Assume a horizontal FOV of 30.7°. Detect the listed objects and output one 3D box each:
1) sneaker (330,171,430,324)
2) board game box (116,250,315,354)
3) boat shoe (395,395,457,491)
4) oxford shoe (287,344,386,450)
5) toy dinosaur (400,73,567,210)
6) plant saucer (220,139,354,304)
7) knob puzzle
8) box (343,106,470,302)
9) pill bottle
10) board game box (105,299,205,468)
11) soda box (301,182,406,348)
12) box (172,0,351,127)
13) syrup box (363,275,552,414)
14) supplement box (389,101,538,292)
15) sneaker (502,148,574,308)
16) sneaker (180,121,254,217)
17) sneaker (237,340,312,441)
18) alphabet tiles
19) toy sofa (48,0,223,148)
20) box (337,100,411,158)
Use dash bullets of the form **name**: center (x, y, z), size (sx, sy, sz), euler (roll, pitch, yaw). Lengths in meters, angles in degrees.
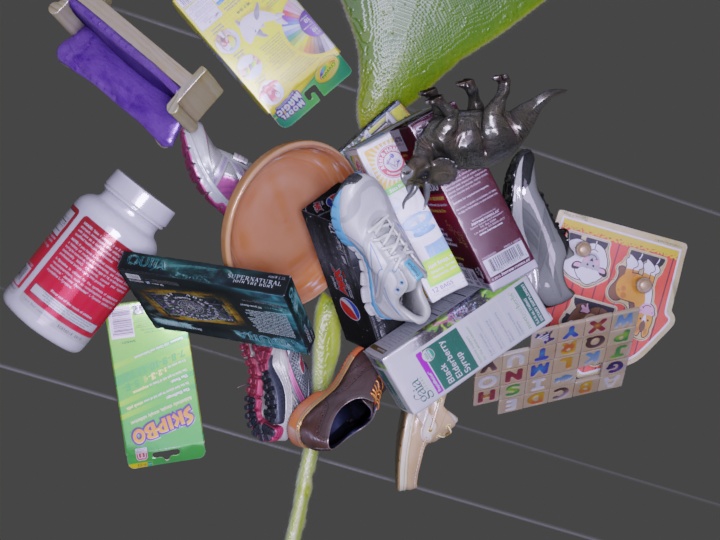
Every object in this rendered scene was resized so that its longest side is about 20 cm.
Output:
- **sneaker**: center (0.034, -0.021, 1.442), size (0.075, 0.087, 0.200), euler (-41, 129, -24)
- **board game box**: center (-0.159, 0.036, 1.471), size (0.200, 0.135, 0.028), euler (9, 61, 16)
- **boat shoe**: center (0.086, 0.175, 1.603), size (0.069, 0.074, 0.200), euler (10, 92, -3)
- **oxford shoe**: center (0.005, 0.147, 1.563), size (0.200, 0.073, 0.071), euler (-44, 126, -27)
- **toy dinosaur**: center (0.115, -0.142, 1.344), size (0.200, 0.077, 0.102), euler (-19, 108, -15)
- **plant saucer**: center (-0.083, -0.054, 1.505), size (0.200, 0.037, 0.200), euler (-19, 119, -38)
- **knob puzzle**: center (0.305, 0.041, 1.646), size (0.219, 0.030, 0.220), euler (-1, 95, -8)
- **box**: center (0.076, -0.077, 1.529), size (0.112, 0.101, 0.200), euler (-27, 97, -7)
- **pill bottle**: center (-0.309, -0.014, 1.513), size (0.112, 0.112, 0.200), euler (39, 89, -9)
- **board game box**: center (-0.246, 0.133, 1.576), size (0.095, 0.030, 0.200), euler (-8, 92, -7)
- **soda box**: center (0.000, 0.000, 1.531), size (0.063, 0.071, 0.200), euler (-38, 130, -27)
- **box**: center (-0.114, -0.276, 1.555), size (0.117, 0.048, 0.200), euler (-41, 96, -4)
- **syrup box**: center (0.112, 0.076, 1.521), size (0.200, 0.081, 0.079), euler (-34, 103, -11)
- **supplement box**: center (0.110, -0.080, 1.428), size (0.061, 0.109, 0.200), euler (-28, 97, -7)
- **sneaker**: center (0.217, -0.050, 1.601), size (0.079, 0.074, 0.200), euler (-8, 98, 1)
- **sneaker**: center (-0.139, -0.099, 1.553), size (0.088, 0.081, 0.200), euler (-37, 105, -8)
- **sneaker**: center (-0.099, 0.104, 1.578), size (0.075, 0.081, 0.200), euler (0, 87, -42)
- **alphabet tiles**: center (0.234, 0.115, 1.593), size (0.200, 0.167, 0.008), euler (-12, 53, -7)
- **toy sofa**: center (-0.262, -0.235, 1.486), size (0.200, 0.083, 0.098), euler (40, 86, 12)
- **box**: center (0.057, -0.087, 1.597), size (0.137, 0.038, 0.200), euler (-41, 99, -3)
